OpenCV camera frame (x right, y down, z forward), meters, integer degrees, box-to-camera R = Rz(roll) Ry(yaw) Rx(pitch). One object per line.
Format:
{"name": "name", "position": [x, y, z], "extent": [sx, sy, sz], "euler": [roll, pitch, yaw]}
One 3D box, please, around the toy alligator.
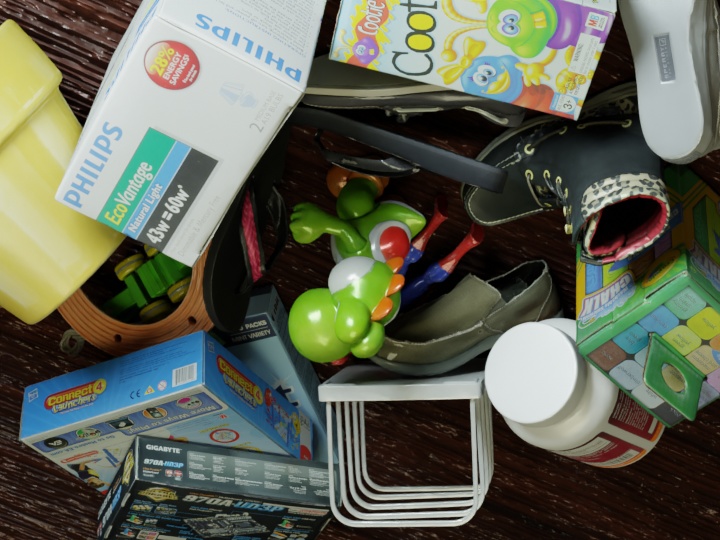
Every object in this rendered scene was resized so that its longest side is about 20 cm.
{"name": "toy alligator", "position": [-0.197, 0.019, 1.543], "extent": [0.199, 0.054, 0.060], "euler": [-36, 80, 30]}

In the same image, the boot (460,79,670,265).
{"name": "boot", "position": [0.165, -0.062, 1.362], "extent": [0.202, 0.155, 0.074], "euler": [-26, 122, 26]}

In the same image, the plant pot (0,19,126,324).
{"name": "plant pot", "position": [-0.289, -0.068, 1.366], "extent": [0.200, 0.201, 0.189], "euler": [-36, 105, 31]}

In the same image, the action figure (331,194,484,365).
{"name": "action figure", "position": [0.032, 0.019, 1.513], "extent": [0.065, 0.052, 0.200], "euler": [34, 119, -14]}

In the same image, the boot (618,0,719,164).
{"name": "boot", "position": [0.251, -0.187, 1.305], "extent": [0.073, 0.095, 0.203], "euler": [1, 99, 31]}

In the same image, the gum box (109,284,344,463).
{"name": "gum box", "position": [-0.128, 0.117, 1.618], "extent": [0.168, 0.045, 0.201], "euler": [-11, 126, 17]}

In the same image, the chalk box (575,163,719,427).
{"name": "chalk box", "position": [0.262, 0.033, 1.397], "extent": [0.124, 0.201, 0.124], "euler": [38, 124, -23]}

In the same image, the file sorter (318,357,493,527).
{"name": "file sorter", "position": [0.049, 0.151, 1.500], "extent": [0.137, 0.200, 0.126], "euler": [-2, 92, 9]}

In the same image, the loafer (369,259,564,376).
{"name": "loafer", "position": [0.090, 0.035, 1.475], "extent": [0.198, 0.075, 0.070], "euler": [-17, 118, -27]}

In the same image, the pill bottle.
{"name": "pill bottle", "position": [0.188, 0.105, 1.469], "extent": [0.112, 0.114, 0.200], "euler": [-22, 157, 23]}

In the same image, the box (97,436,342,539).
{"name": "box", "position": [-0.134, 0.221, 1.567], "extent": [0.198, 0.046, 0.159], "euler": [9, 145, -17]}

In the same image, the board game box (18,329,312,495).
{"name": "board game box", "position": [-0.175, 0.147, 1.545], "extent": [0.198, 0.056, 0.196], "euler": [-17, 144, 22]}

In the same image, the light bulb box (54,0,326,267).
{"name": "light bulb box", "position": [-0.125, -0.151, 1.298], "extent": [0.124, 0.201, 0.199], "euler": [26, 128, -14]}

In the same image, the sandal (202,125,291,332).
{"name": "sandal", "position": [-0.086, -0.041, 1.418], "extent": [0.045, 0.075, 0.202], "euler": [19, 100, 21]}

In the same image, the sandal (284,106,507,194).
{"name": "sandal", "position": [0.021, -0.093, 1.380], "extent": [0.198, 0.076, 0.043], "euler": [20, 96, 13]}

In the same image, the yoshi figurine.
{"name": "yoshi figurine", "position": [-0.015, 0.001, 1.408], "extent": [0.111, 0.201, 0.113], "euler": [16, 130, -7]}

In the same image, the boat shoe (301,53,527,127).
{"name": "boat shoe", "position": [0.041, -0.141, 1.369], "extent": [0.197, 0.073, 0.063], "euler": [-2, 126, 3]}

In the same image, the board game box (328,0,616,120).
{"name": "board game box", "position": [0.086, -0.206, 1.287], "extent": [0.198, 0.105, 0.104], "euler": [14, 130, -3]}

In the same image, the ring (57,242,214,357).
{"name": "ring", "position": [-0.202, -0.016, 1.487], "extent": [0.198, 0.019, 0.203], "euler": [7, 108, 22]}
